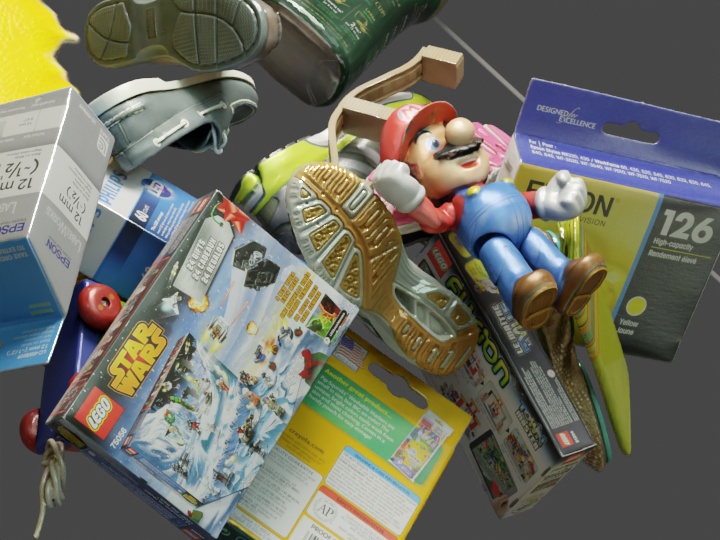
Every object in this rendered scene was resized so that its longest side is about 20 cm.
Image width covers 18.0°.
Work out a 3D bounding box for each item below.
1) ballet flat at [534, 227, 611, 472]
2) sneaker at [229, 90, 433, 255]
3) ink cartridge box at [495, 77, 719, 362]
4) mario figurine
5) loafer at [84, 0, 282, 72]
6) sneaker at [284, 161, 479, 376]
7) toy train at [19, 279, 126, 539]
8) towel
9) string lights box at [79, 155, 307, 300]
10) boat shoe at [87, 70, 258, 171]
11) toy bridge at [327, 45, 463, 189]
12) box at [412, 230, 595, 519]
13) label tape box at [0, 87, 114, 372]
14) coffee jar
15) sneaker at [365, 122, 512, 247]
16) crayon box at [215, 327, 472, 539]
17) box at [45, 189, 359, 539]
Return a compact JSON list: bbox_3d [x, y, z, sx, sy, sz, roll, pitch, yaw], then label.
[{"bbox_3d":[0.139,0.067,1.751,0.065,0.070,0.201,-19,100,-13],"label":"ballet flat"},{"bbox_3d":[-0.009,-0.075,1.800,0.199,0.074,0.081,-31,84,-30],"label":"sneaker"},{"bbox_3d":[0.193,-0.034,1.792,0.196,0.201,0.047,11,26,-19],"label":"ink cartridge box"},{"bbox_3d":[0.089,-0.056,1.638,0.200,0.106,0.123,47,10,26],"label":"mario figurine"},{"bbox_3d":[-0.127,-0.187,1.739,0.063,0.199,0.072,-3,95,-47],"label":"loafer"},{"bbox_3d":[0.000,0.000,1.671,0.076,0.088,0.200,-44,116,-12],"label":"sneaker"},{"bbox_3d":[-0.171,0.115,1.591,0.115,0.085,0.201,23,51,-29],"label":"toy train"},{"bbox_3d":[0.180,0.051,1.743,0.018,0.201,0.086,-8,48,15],"label":"towel"},{"bbox_3d":[-0.116,0.000,1.673,0.199,0.059,0.103,30,22,-6],"label":"string lights box"},{"bbox_3d":[-0.135,-0.109,1.730,0.200,0.073,0.062,-12,72,-61],"label":"boat shoe"},{"bbox_3d":[0.015,-0.114,1.753,0.067,0.027,0.200,15,44,18],"label":"toy bridge"},{"bbox_3d":[0.095,0.075,1.722,0.035,0.110,0.201,-15,68,-33],"label":"box"},{"bbox_3d":[-0.265,-0.022,1.583,0.066,0.142,0.201,54,36,-41],"label":"label tape box"},{"bbox_3d":[0.000,-0.226,1.883,0.104,0.085,0.200,42,52,7],"label":"coffee jar"},{"bbox_3d":[0.057,-0.046,1.786,0.073,0.088,0.200,30,34,21],"label":"sneaker"},{"bbox_3d":[-0.016,0.152,1.656,0.125,0.052,0.200,35,52,-2],"label":"crayon box"},{"bbox_3d":[-0.106,0.065,1.559,0.137,0.040,0.201,41,65,-16],"label":"box"}]
